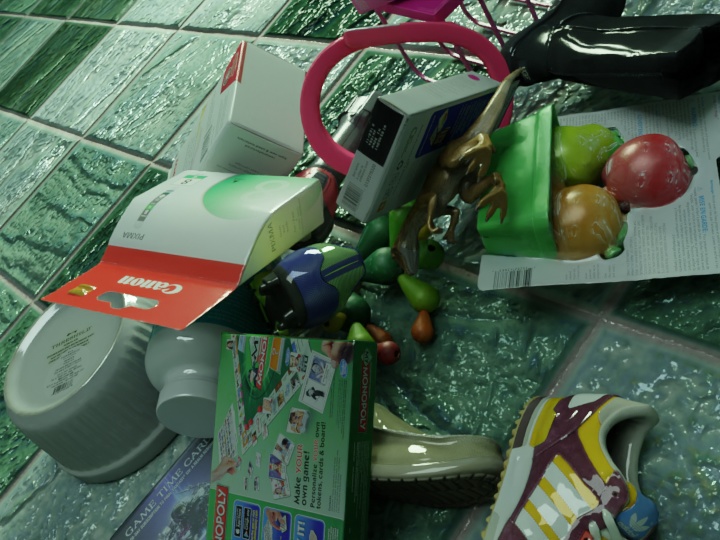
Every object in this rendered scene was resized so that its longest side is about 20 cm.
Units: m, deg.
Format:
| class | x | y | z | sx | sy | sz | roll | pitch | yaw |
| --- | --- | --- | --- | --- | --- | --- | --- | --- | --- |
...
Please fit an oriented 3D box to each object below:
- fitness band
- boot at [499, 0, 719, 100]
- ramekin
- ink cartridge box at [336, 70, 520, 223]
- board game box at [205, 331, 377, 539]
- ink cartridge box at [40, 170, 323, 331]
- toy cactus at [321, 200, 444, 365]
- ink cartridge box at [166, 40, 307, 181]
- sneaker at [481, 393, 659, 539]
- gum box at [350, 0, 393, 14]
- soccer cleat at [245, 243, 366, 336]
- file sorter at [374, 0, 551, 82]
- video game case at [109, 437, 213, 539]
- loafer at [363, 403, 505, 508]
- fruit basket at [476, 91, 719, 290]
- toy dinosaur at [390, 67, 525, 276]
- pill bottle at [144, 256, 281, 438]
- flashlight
| class | x | y | z | sx | sy | sz | roll | pitch | yaw |
| --- | --- | --- | --- | --- | --- | --- | --- | --- | --- |
| fitness band | 0.042 | -0.158 | 0.780 | 0.199 | 0.144 | 0.037 | -3 | 17 | 3 |
| boot | 0.243 | -0.212 | 0.724 | 0.165 | 0.066 | 0.200 | -44 | 29 | -16 |
| ramekin | -0.263 | 0.101 | 0.845 | 0.200 | 0.105 | 0.200 | -21 | 44 | 22 |
| ink cartridge box | 0.061 | -0.109 | 0.683 | 0.037 | 0.095 | 0.200 | 37 | 35 | 20 |
| board game box | -0.054 | 0.147 | 0.599 | 0.134 | 0.029 | 0.201 | 0 | 85 | 39 |
| ink cartridge box | -0.149 | -0.028 | 0.706 | 0.161 | 0.050 | 0.200 | 8 | 29 | 30 |
| toy cactus | 0.000 | 0.000 | 0.751 | 0.165 | 0.102 | 0.200 | -15 | 55 | 41 |
| ink cartridge box | -0.141 | -0.121 | 0.902 | 0.200 | 0.083 | 0.146 | -48 | 30 | 40 |
| sneaker | 0.130 | 0.163 | 0.505 | 0.090 | 0.075 | 0.200 | -10 | 50 | 39 |
| gum box | 0.049 | -0.355 | 0.841 | 0.113 | 0.066 | 0.200 | -11 | 47 | 34 |
| soccer cleat | -0.044 | 0.017 | 0.682 | 0.084 | 0.065 | 0.200 | -25 | 0 | -14 |
| file sorter | 0.132 | -0.296 | 0.872 | 0.200 | 0.125 | 0.139 | -46 | 39 | -7 |
| video game case | -0.119 | 0.224 | 0.689 | 0.143 | 0.019 | 0.200 | -50 | 40 | -10 |
| loafer | 0.018 | 0.133 | 0.618 | 0.200 | 0.076 | 0.068 | -8 | 57 | 34 |
| fruit basket | 0.198 | -0.060 | 0.661 | 0.200 | 0.094 | 0.186 | -2 | 52 | 17 |
| toy dinosaur | 0.081 | -0.088 | 0.648 | 0.200 | 0.060 | 0.106 | -55 | 26 | 2 |
| pill bottle | -0.137 | 0.053 | 0.781 | 0.111 | 0.111 | 0.200 | -20 | 43 | 23 |
| flashlight | -0.029 | -0.102 | 0.855 | 0.068 | 0.068 | 0.200 | -5 | 38 | 33 |
